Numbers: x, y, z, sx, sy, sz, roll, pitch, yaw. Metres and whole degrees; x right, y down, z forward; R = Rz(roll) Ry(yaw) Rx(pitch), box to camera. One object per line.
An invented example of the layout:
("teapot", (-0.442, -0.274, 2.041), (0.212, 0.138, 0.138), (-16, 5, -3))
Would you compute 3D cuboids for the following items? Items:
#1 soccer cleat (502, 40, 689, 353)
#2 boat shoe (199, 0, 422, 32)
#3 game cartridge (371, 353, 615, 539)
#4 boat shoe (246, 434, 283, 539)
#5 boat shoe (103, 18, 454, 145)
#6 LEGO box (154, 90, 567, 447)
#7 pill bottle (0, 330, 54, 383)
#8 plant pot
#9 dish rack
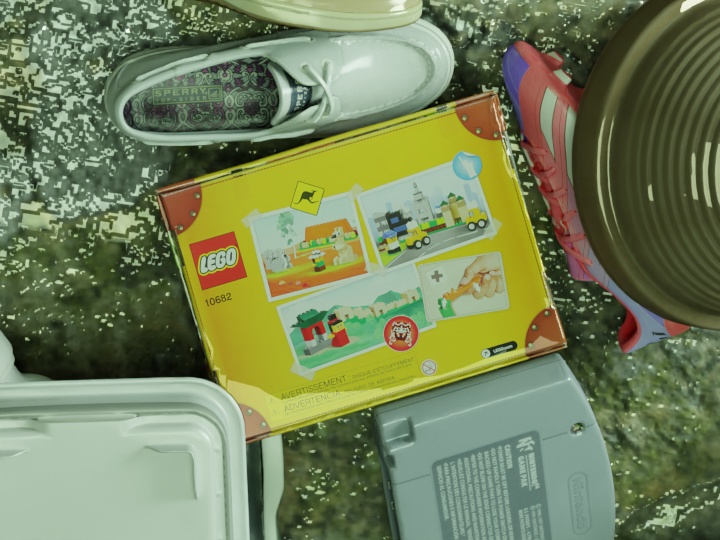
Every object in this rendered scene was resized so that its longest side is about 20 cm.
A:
("soccer cleat", (0.132, -0.040, 1.525), (0.076, 0.067, 0.200), (-35, 110, 11))
("boat shoe", (-0.059, -0.179, 1.460), (0.199, 0.072, 0.065), (12, 107, -3))
("game cartridge", (0.082, 0.139, 1.552), (0.132, 0.041, 0.201), (-13, 130, -6))
("boat shoe", (-0.073, 0.165, 1.567), (0.060, 0.076, 0.202), (-3, 95, -3))
("boat shoe", (-0.044, -0.104, 1.483), (0.198, 0.069, 0.073), (-1, 107, -6))
("LEGO box", (0.000, 0.000, 1.491), (0.199, 0.077, 0.150), (-16, 88, -2))
("pill bottle", (-0.194, 0.132, 1.519), (0.116, 0.116, 0.201), (-32, 107, 5))
("plant pot", (0.224, -0.062, 1.474), (0.200, 0.093, 0.202), (-4, 99, -26))
("dish rack", (-0.145, 0.160, 1.447), (0.170, 0.044, 0.201), (-1, 108, -1))
